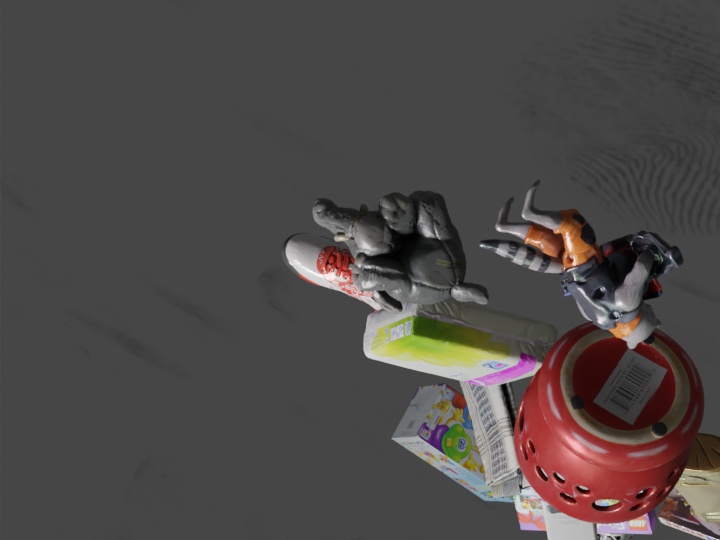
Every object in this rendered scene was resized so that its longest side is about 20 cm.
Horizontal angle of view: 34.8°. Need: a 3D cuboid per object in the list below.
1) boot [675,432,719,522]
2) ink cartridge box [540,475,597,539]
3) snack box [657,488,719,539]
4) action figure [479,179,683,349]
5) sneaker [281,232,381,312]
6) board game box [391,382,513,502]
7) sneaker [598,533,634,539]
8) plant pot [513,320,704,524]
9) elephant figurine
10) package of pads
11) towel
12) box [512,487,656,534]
[{"bbox_3d":[0.416,0.268,1.531,0.200,0.073,0.155,2,145,40],"label":"boot"},{"bbox_3d":[0.272,0.260,1.537,0.068,0.115,0.200,-7,120,12],"label":"ink cartridge box"},{"bbox_3d":[0.516,0.346,1.582,0.200,0.072,0.024,15,155,37],"label":"snack box"},{"bbox_3d":[0.211,0.006,1.140,0.193,0.105,0.200,41,158,-1],"label":"action figure"},{"bbox_3d":[0.001,-0.001,1.483,0.201,0.067,0.108,30,160,-10],"label":"sneaker"},{"bbox_3d":[0.172,0.282,1.879,0.200,0.103,0.105,35,160,-13],"label":"board game box"},{"bbox_3d":[0.401,0.379,1.767,0.076,0.115,0.201,20,158,27],"label":"sneaker"},{"bbox_3d":[0.278,0.161,1.292,0.200,0.200,0.183,24,153,17],"label":"plant pot"},{"bbox_3d":[0.038,-0.025,1.316,0.141,0.155,0.200,-10,180,-13],"label":"elephant figurine"},{"bbox_3d":[0.120,0.087,1.431,0.200,0.068,0.154,16,161,-21],"label":"package of pads"},{"bbox_3d":[0.187,0.222,1.624,0.035,0.200,0.193,-12,166,-13],"label":"towel"},{"bbox_3d":[0.315,0.311,1.659,0.200,0.039,0.137,-4,113,28],"label":"box"}]
